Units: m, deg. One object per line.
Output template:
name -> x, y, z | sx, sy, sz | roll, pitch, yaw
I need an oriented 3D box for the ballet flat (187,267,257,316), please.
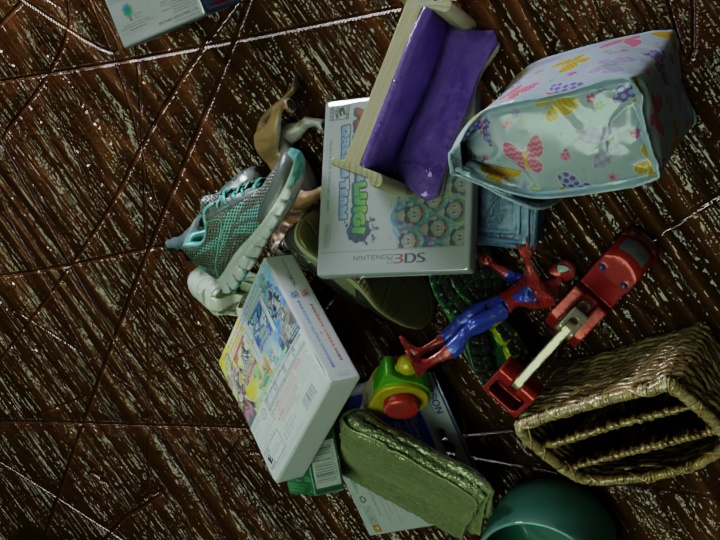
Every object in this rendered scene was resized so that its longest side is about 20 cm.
ballet flat -> -0.151, 0.035, 1.490 | 0.200, 0.069, 0.070 | 10, 117, 28

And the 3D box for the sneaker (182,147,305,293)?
sneaker -> -0.135, -0.065, 1.327 | 0.091, 0.078, 0.200 | 33, 117, -5

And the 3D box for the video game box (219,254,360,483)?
video game box -> -0.088, 0.114, 1.357 | 0.182, 0.047, 0.200 | 58, 140, 29

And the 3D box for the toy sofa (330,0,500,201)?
toy sofa -> 0.058, -0.175, 1.204 | 0.098, 0.083, 0.200 | 24, 95, 25

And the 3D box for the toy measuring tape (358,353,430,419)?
toy measuring tape -> 0.037, 0.158, 1.397 | 0.074, 0.074, 0.200 | 39, 140, 10

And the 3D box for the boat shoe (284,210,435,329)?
boat shoe -> -0.001, 0.001, 1.362 | 0.201, 0.072, 0.066 | 35, 160, -23

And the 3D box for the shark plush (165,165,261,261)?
shark plush -> -0.179, -0.058, 1.472 | 0.200, 0.091, 0.083 | 141, 135, -58

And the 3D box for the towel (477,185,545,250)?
towel -> 0.105, -0.086, 1.276 | 0.200, 0.049, 0.112 | 8, 98, 29

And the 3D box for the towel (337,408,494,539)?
towel -> 0.062, 0.241, 1.388 | 0.200, 0.037, 0.148 | 25, 147, 12

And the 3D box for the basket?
basket -> 0.288, 0.165, 1.233 | 0.200, 0.149, 0.143 | -22, 100, 35

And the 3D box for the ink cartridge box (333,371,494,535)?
ink cartridge box -> 0.057, 0.226, 1.469 | 0.200, 0.047, 0.198 | -19, 99, 33

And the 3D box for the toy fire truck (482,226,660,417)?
toy fire truck -> 0.220, 0.052, 1.224 | 0.049, 0.141, 0.200 | 42, 126, 7

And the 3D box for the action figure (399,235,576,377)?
action figure -> 0.127, 0.022, 1.237 | 0.200, 0.065, 0.099 | -26, 112, 1

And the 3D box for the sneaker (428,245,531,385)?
sneaker -> 0.125, 0.049, 1.322 | 0.078, 0.085, 0.200 | -18, 86, -7

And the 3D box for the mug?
mug -> 0.225, 0.331, 1.367 | 0.152, 0.114, 0.185 | -9, 113, 28

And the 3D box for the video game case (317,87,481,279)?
video game case -> 0.040, -0.093, 1.266 | 0.182, 0.024, 0.200 | -2, 79, 28

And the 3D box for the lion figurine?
lion figurine -> -0.082, -0.116, 1.386 | 0.122, 0.072, 0.200 | -16, 89, 45

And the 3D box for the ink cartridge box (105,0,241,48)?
ink cartridge box -> -0.241, -0.374, 1.346 | 0.136, 0.076, 0.200 | -13, 106, 34

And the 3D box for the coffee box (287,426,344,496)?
coffee box -> -0.072, 0.174, 1.448 | 0.123, 0.044, 0.200 | 151, 109, -70

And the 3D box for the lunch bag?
lunch bag -> 0.201, -0.140, 1.130 | 0.200, 0.170, 0.127 | -6, 111, 30
